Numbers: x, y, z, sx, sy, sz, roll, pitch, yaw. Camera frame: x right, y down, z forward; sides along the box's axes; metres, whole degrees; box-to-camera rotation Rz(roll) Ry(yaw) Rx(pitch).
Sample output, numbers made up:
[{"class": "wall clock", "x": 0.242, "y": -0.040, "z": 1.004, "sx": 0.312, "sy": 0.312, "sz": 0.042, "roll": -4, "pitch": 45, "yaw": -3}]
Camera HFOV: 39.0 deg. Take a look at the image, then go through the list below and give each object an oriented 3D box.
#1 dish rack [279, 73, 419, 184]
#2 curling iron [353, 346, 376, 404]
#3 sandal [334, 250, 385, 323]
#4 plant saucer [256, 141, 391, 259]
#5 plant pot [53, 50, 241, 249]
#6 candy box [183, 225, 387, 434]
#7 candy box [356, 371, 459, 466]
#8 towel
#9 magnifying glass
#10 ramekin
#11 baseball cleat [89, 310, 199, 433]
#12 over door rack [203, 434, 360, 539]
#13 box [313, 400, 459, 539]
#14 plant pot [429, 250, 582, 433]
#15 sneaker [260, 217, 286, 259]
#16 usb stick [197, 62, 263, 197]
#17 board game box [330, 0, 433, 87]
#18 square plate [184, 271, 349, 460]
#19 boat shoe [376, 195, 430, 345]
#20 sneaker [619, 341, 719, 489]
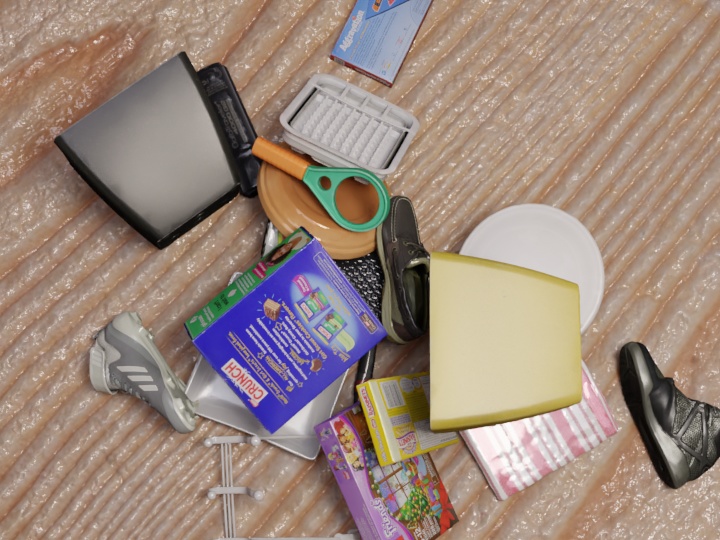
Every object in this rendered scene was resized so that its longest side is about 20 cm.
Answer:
[{"class": "dish rack", "x": -0.017, "y": -0.190, "z": 1.401, "sx": 0.170, "sy": 0.044, "sz": 0.201, "roll": 26, "pitch": 34, "yaw": 1}, {"class": "curling iron", "x": 0.011, "y": 0.152, "z": 1.377, "sx": 0.025, "sy": 0.049, "sz": 0.203, "roll": 24, "pitch": 68, "yaw": -41}, {"class": "sandal", "x": 0.000, "y": 0.000, "z": 1.403, "sx": 0.074, "sy": 0.045, "sz": 0.201, "roll": -28, "pitch": 79, "yaw": -13}, {"class": "plant saucer", "x": -0.042, "y": -0.108, "z": 1.384, "sx": 0.198, "sy": 0.038, "sz": 0.202, "roll": 13, "pitch": 53, "yaw": -18}, {"class": "plant pot", "x": -0.265, "y": -0.141, "z": 1.355, "sx": 0.199, "sy": 0.199, "sz": 0.178, "roll": -35, "pitch": 92, "yaw": -10}, {"class": "candy box", "x": -0.095, "y": 0.076, "z": 1.295, "sx": 0.199, "sy": 0.077, "sz": 0.170, "roll": -40, "pitch": 112, "yaw": -6}, {"class": "candy box", "x": 0.064, "y": 0.185, "z": 1.299, "sx": 0.026, "sy": 0.199, "sz": 0.104, "roll": -21, "pitch": 79, "yaw": 26}, {"class": "towel", "x": 0.235, "y": 0.201, "z": 1.383, "sx": 0.198, "sy": 0.030, "sz": 0.148, "roll": -28, "pitch": 83, "yaw": -8}, {"class": "magnifying glass", "x": -0.052, "y": -0.117, "z": 1.321, "sx": 0.198, "sy": 0.022, "sz": 0.080, "roll": 30, "pitch": 112, "yaw": 10}, {"class": "ramekin", "x": 0.227, "y": 0.020, "z": 1.366, "sx": 0.199, "sy": 0.094, "sz": 0.205, "roll": -3, "pitch": 78, "yaw": 14}, {"class": "baseball cleat", "x": -0.290, "y": 0.151, "z": 1.339, "sx": 0.106, "sy": 0.070, "sz": 0.201, "roll": -36, "pitch": 60, "yaw": 0}, {"class": "over door rack", "x": -0.102, "y": 0.282, "z": 1.309, "sx": 0.197, "sy": 0.067, "sz": 0.150, "roll": -3, "pitch": 90, "yaw": 0}, {"class": "box", "x": 0.036, "y": 0.262, "z": 1.301, "sx": 0.136, "sy": 0.039, "sz": 0.202, "roll": -23, "pitch": 88, "yaw": -44}, {"class": "plant pot", "x": 0.172, "y": 0.094, "z": 1.225, "sx": 0.174, "sy": 0.200, "sz": 0.203, "roll": 0, "pitch": 80, "yaw": 6}, {"class": "sneaker", "x": -0.091, "y": -0.026, "z": 1.385, "sx": 0.089, "sy": 0.078, "sz": 0.203, "roll": 11, "pitch": 67, "yaw": -6}, {"class": "usb stick", "x": -0.179, "y": -0.200, "z": 1.446, "sx": 0.055, "sy": 0.033, "sz": 0.202, "roll": -24, "pitch": 80, "yaw": -1}, {"class": "board game box", "x": 0.042, "y": -0.379, "z": 1.503, "sx": 0.102, "sy": 0.019, "sz": 0.202, "roll": 25, "pitch": 78, "yaw": 1}, {"class": "square plate", "x": -0.117, "y": 0.128, "z": 1.379, "sx": 0.198, "sy": 0.028, "sz": 0.200, "roll": 21, "pitch": 77, "yaw": 2}, {"class": "boat shoe", "x": 0.066, "y": -0.005, "z": 1.348, "sx": 0.071, "sy": 0.066, "sz": 0.204, "roll": 12, "pitch": 71, "yaw": -41}, {"class": "sneaker", "x": 0.426, "y": 0.179, "z": 1.373, "sx": 0.113, "sy": 0.076, "sz": 0.202, "roll": -22, "pitch": 83, "yaw": -9}]
